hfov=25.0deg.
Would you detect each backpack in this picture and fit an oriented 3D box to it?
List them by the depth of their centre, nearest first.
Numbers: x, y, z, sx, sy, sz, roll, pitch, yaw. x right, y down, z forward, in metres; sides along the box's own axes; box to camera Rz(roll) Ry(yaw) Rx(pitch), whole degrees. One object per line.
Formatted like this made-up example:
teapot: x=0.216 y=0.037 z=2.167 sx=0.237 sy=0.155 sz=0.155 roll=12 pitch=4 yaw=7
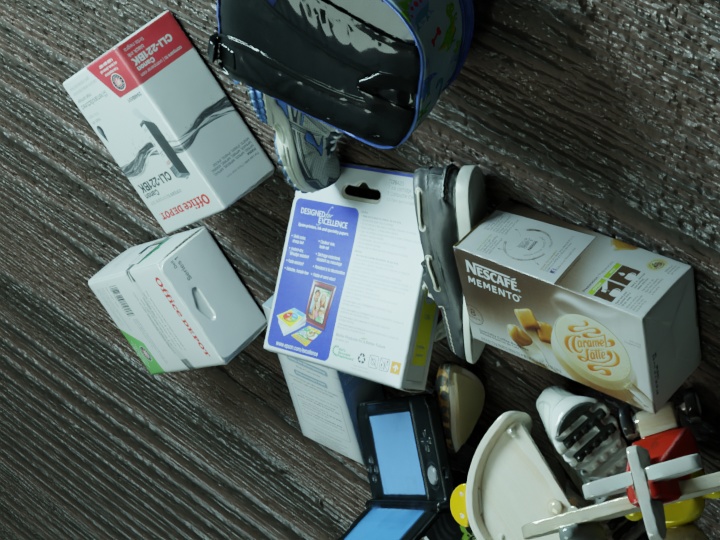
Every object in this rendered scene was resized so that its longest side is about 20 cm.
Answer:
backpack: x=-0.006 y=-0.214 z=1.320 sx=0.199 sy=0.147 sz=0.184 roll=32 pitch=145 yaw=16

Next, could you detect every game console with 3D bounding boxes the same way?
game console: x=0.008 y=0.227 z=1.669 sx=0.200 sy=0.116 sz=0.177 roll=162 pitch=97 yaw=-67

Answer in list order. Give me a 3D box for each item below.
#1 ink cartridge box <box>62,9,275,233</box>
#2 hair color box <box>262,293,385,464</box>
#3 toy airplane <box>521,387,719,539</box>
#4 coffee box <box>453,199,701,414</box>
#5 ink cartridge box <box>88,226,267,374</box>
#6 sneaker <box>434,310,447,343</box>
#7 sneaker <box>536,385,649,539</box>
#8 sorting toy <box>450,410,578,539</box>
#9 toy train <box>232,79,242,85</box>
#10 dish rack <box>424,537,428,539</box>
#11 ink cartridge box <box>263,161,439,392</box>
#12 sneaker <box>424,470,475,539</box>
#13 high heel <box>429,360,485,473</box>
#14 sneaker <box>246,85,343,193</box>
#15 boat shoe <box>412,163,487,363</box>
ink cartridge box: x=-0.201 y=-0.151 z=1.703 sx=0.201 sy=0.084 sz=0.144 roll=55 pitch=148 yaw=-11
hair color box: x=-0.034 y=0.112 z=1.804 sx=0.099 sy=0.061 sz=0.201 roll=21 pitch=140 yaw=38
toy airplane: x=0.260 y=0.194 z=1.365 sx=0.200 sy=0.198 sz=0.142 roll=-9 pitch=101 yaw=63
coffee box: x=0.188 y=0.028 z=1.408 sx=0.199 sy=0.080 sz=0.115 roll=23 pitch=141 yaw=37
ink cartridge box: x=-0.218 y=0.039 z=1.934 sx=0.199 sy=0.084 sz=0.147 roll=-11 pitch=116 yaw=55
sneaker: x=0.027 y=0.024 z=1.639 sx=0.199 sy=0.077 sz=0.086 roll=1 pitch=106 yaw=46
sneaker: x=0.231 y=0.189 z=1.555 sx=0.201 sy=0.075 sz=0.081 roll=59 pitch=170 yaw=-25
sorting toy: x=0.190 y=0.247 z=1.566 sx=0.107 sy=0.180 sz=0.201 roll=-39 pitch=69 yaw=20
toy train: x=-0.074 y=-0.210 z=1.512 sx=0.034 sy=0.046 sz=0.200 roll=55 pitch=149 yaw=-11
dish rack: x=0.169 y=0.325 z=1.798 sx=0.200 sy=0.043 sz=0.172 roll=46 pitch=149 yaw=5
ink cartridge box: x=0.000 y=0.000 z=1.588 sx=0.197 sy=0.047 sz=0.202 roll=13 pitch=90 yaw=45
sneaker: x=0.112 y=0.260 z=1.688 sx=0.200 sy=0.071 sz=0.084 roll=7 pitch=109 yaw=66
high heel: x=0.060 y=0.139 z=1.698 sx=0.142 sy=0.072 sz=0.201 roll=23 pitch=150 yaw=27
sneaker: x=-0.041 y=-0.139 z=1.510 sx=0.084 sy=0.078 sz=0.200 roll=-11 pitch=150 yaw=11
boat shoe: x=0.083 y=-0.006 z=1.489 sx=0.060 sy=0.074 sz=0.201 roll=6 pitch=126 yaw=20
